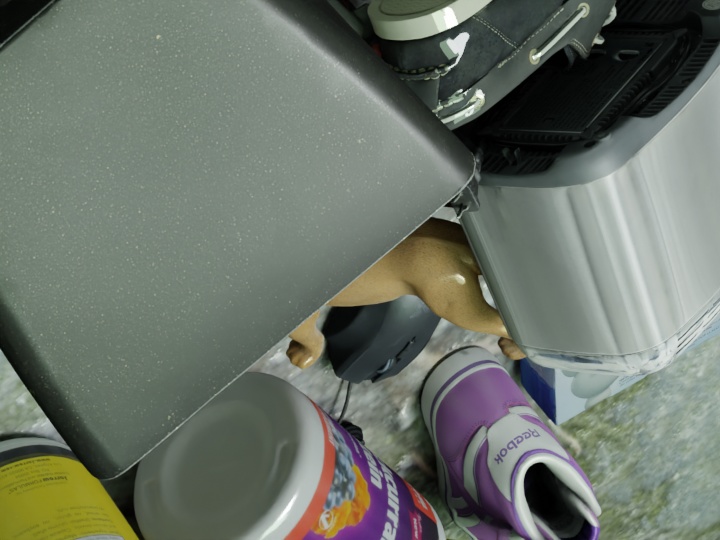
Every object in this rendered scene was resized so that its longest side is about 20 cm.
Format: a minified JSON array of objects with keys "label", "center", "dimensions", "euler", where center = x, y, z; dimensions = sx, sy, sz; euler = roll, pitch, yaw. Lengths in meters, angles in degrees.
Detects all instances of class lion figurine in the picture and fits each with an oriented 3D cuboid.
[{"label":"lion figurine","center":[0.000,0.000,1.307],"dimensions":[0.199,0.073,0.123],"euler":[-10,154,7]}]

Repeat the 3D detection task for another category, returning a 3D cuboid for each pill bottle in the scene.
[{"label":"pill bottle","center":[-0.139,0.184,1.311],"dimensions":[0.112,0.200,0.112],"euler":[-24,142,-20]},{"label":"pill bottle","center":[-0.022,0.145,1.430],"dimensions":[0.111,0.111,0.200],"euler":[-43,136,4]}]

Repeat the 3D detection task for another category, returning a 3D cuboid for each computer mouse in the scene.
[{"label":"computer mouse","center":[0.000,0.068,1.458],"dimensions":[0.058,0.034,0.200],"euler":[-9,135,-37]}]

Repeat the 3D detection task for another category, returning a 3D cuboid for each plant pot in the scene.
[{"label":"plant pot","center":[-0.111,-0.076,1.078],"dimensions":[0.200,0.200,0.177],"euler":[-40,133,1]}]

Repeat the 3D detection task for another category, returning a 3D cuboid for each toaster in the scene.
[{"label":"toaster","center":[0.120,-0.040,1.263],"dimensions":[0.200,0.113,0.129],"euler":[-48,128,-39]}]

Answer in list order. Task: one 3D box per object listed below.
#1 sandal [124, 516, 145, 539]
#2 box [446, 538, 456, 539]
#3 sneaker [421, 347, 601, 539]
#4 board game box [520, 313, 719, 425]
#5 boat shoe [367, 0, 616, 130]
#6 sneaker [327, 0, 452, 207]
[{"label":"sandal","center":[-0.085,0.184,1.488],"dimensions":[0.055,0.082,0.200],"euler":[-53,142,-20]},{"label":"box","center":[0.077,0.192,1.522],"dimensions":[0.064,0.200,0.070],"euler":[24,75,-52]},{"label":"sneaker","center":[0.098,0.139,1.557],"dimensions":[0.073,0.114,0.201],"euler":[-38,146,-5]},{"label":"board game box","center":[0.177,-0.030,1.505],"dimensions":[0.200,0.043,0.199],"euler":[-28,144,-17]},{"label":"boat shoe","center":[0.085,-0.127,1.234],"dimensions":[0.200,0.072,0.068],"euler":[-34,114,-34]},{"label":"sneaker","center":[0.000,-0.068,1.278],"dimensions":[0.098,0.071,0.200],"euler":[-45,143,7]}]
